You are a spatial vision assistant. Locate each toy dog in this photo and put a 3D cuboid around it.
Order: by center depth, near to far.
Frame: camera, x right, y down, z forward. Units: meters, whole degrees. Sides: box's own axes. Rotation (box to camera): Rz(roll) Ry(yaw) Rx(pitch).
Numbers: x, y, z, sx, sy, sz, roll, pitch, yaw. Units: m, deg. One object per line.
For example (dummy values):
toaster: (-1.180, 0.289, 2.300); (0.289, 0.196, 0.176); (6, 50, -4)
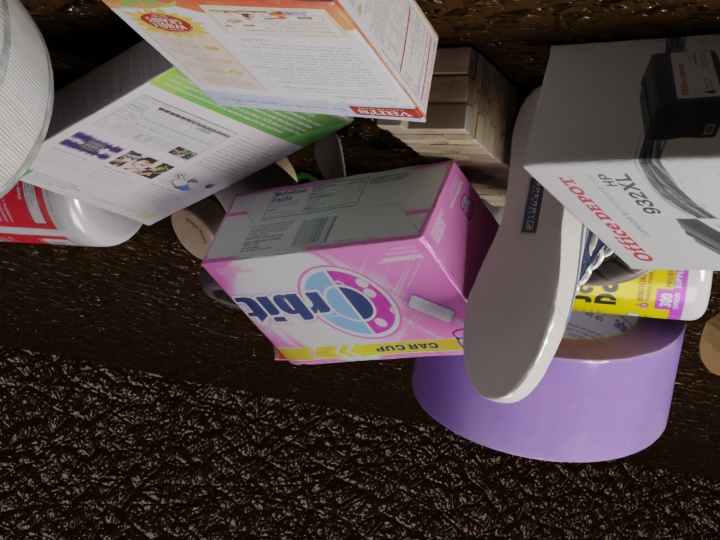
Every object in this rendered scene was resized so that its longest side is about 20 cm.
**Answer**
toy dog: (-0.058, -0.062, 1.341); (0.199, 0.132, 0.097); (-2, 128, 30)

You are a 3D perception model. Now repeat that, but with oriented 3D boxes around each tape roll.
tape roll: (0.141, 0.059, 1.385); (0.198, 0.086, 0.200); (6, -155, -3)

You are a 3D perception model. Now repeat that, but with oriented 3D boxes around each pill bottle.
pill bottle: (0.150, -0.024, 1.305); (0.198, 0.105, 0.104); (4, 170, 6)
pill bottle: (-0.259, -0.077, 1.355); (0.199, 0.113, 0.112); (3, 169, 29)

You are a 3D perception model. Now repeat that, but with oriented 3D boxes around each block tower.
block tower: (0.079, -0.089, 1.173); (0.057, 0.054, 0.200); (2, 169, 28)

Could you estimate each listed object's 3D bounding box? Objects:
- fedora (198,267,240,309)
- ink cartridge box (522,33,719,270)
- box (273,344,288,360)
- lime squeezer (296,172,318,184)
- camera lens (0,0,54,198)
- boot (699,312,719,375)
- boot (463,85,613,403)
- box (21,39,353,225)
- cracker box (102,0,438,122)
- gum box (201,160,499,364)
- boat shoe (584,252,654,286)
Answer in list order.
fedora: (-0.045, 0.000, 1.666); (0.199, 0.091, 0.177); (11, 170, 25)
ink cartridge box: (0.215, -0.064, 1.041); (0.199, 0.084, 0.145); (1, 156, 38)
box: (0.029, 0.014, 1.499); (0.199, 0.104, 0.094); (-7, -178, -39)
lime squeezer: (-0.028, -0.063, 1.496); (0.198, 0.038, 0.071); (8, -159, -3)
camera lens: (-0.262, -0.116, 1.002); (0.159, 0.161, 0.200); (8, 170, 5)
boot: (0.317, -0.020, 1.293); (0.071, 0.202, 0.144); (41, -135, 25)
boot: (0.129, -0.011, 1.145); (0.072, 0.202, 0.090); (15, 180, 43)
box: (-0.124, -0.094, 1.199); (0.199, 0.037, 0.144); (-22, 152, 36)
cracker box: (-0.045, -0.139, 0.989); (0.133, 0.058, 0.200); (6, 169, 16)
gum box: (0.000, 0.000, 1.218); (0.199, 0.066, 0.114); (-6, 136, 38)
boat shoe: (0.210, -0.038, 1.194); (0.199, 0.076, 0.072); (-21, 164, 37)
